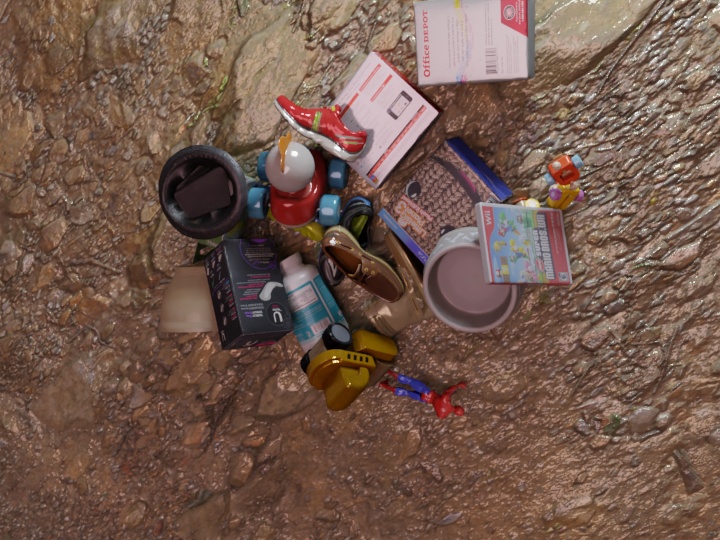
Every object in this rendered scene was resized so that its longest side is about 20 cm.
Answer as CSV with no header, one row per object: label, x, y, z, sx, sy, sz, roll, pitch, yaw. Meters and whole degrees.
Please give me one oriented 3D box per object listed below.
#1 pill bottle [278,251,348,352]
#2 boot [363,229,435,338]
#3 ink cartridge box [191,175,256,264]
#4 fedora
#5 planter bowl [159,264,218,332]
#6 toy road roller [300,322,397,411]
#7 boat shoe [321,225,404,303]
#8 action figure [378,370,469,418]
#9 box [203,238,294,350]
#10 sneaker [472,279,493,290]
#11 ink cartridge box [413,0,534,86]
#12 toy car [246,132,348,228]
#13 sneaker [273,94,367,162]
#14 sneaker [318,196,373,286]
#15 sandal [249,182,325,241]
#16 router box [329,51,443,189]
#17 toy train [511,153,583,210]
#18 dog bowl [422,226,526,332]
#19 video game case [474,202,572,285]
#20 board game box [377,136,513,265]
pill bottle,-0.114,0.065,1.603,0.110,0.111,0.201,-26,95,22
boot,0.063,0.030,1.559,0.155,0.073,0.201,-28,99,23
ink cartridge box,-0.291,-0.104,1.618,0.059,0.104,0.202,22,110,12
fedora,-0.298,-0.159,1.500,0.199,0.092,0.203,4,104,17
planter bowl,-0.336,0.054,1.635,0.198,0.200,0.136,-2,92,18
toy road roller,-0.016,0.208,1.524,0.199,0.147,0.123,16,129,-34
boat shoe,0.000,-0.001,1.485,0.200,0.068,0.072,41,120,-10
action figure,0.147,0.252,1.600,0.199,0.099,0.066,24,114,35
box,-0.228,0.048,1.536,0.106,0.121,0.202,-36,64,49
sneaker,0.231,0.017,1.473,0.078,0.089,0.201,17,131,12
ink cartridge box,0.206,-0.410,1.354,0.198,0.145,0.147,1,105,17
toy car,-0.129,-0.200,1.465,0.182,0.178,0.201,7,151,8
sneaker,-0.074,-0.291,1.472,0.199,0.077,0.085,32,101,1
sneaker,-0.030,-0.054,1.553,0.070,0.083,0.201,17,113,-22
sandal,-0.143,-0.137,1.588,0.199,0.080,0.087,28,74,17
router box,0.033,-0.295,1.493,0.179,0.049,0.200,43,112,3
toy train,0.330,-0.147,1.401,0.199,0.150,0.056,-35,56,27
dog bowl,0.205,0.024,1.397,0.198,0.059,0.202,8,114,18
video game case,0.294,-0.045,1.352,0.017,0.198,0.145,-23,69,57
board game box,0.163,-0.127,1.455,0.160,0.097,0.200,46,117,7
